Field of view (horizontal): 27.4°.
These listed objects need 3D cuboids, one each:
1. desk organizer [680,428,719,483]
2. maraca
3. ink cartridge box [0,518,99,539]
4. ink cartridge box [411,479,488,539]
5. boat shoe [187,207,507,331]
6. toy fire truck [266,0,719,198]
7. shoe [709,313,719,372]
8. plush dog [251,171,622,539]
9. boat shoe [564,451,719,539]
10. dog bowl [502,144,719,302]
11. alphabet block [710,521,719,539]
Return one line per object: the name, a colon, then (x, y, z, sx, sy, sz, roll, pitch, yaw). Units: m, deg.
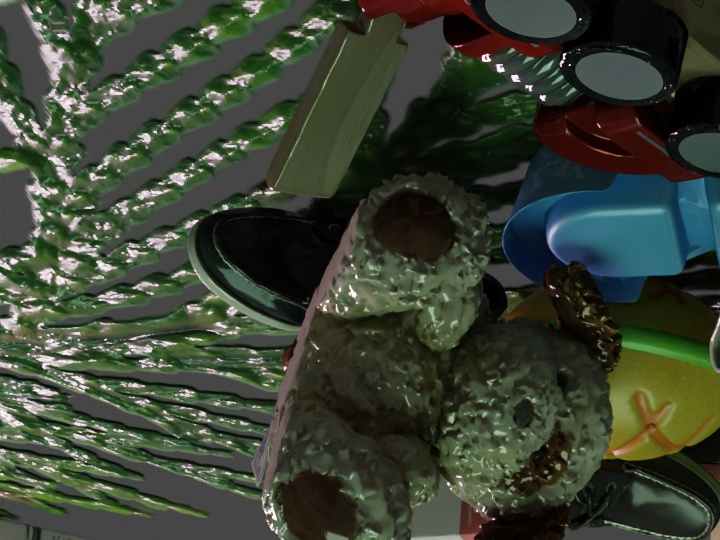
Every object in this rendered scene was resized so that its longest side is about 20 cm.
desk organizer: (0.191, 0.107, 0.982, 0.199, 0.072, 0.077, 0, 152, 15)
maraca: (0.172, 0.059, 0.859, 0.199, 0.108, 0.137, 9, 166, 7)
ink cartridge box: (-0.337, 0.315, 1.479, 0.199, 0.085, 0.146, 15, 150, -7)
ink cartridge box: (0.049, 0.210, 1.206, 0.199, 0.068, 0.117, -8, 146, 25)
boat shoe: (0.000, 0.002, 0.847, 0.199, 0.075, 0.066, 24, 145, -26)
toy fire truck: (0.065, -0.089, 0.637, 0.176, 0.129, 0.200, 28, 157, -32)
shoe: (0.203, 0.002, 0.691, 0.053, 0.070, 0.200, -3, 151, 3)
plush dog: (0.048, 0.069, 0.763, 0.171, 0.201, 0.160, 19, 171, -8)
boat shoe: (0.127, 0.132, 0.914, 0.199, 0.065, 0.074, 17, 126, 5)
dog bowl: (0.173, -0.033, 0.761, 0.199, 0.050, 0.112, -2, 149, 18)
alphabet block: (0.388, 0.269, 1.081, 0.196, 0.201, 0.195, 21, 148, -22)
